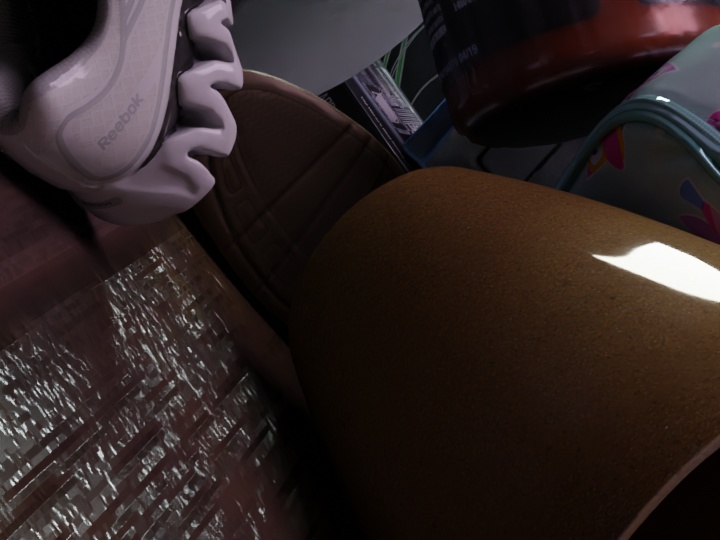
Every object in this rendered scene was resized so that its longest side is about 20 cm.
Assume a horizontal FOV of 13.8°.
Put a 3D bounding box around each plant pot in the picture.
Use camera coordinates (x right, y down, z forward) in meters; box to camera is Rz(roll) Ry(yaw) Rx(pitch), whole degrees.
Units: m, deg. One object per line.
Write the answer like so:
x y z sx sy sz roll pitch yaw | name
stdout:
0.068 0.057 0.932 0.200 0.186 0.186 41 -2 42 | plant pot

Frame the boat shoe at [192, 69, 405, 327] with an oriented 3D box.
0.000 0.000 1.079 0.200 0.073 0.065 44 -8 -25 | boat shoe

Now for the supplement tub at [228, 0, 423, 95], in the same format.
-0.059 -0.177 1.174 0.200 0.140 0.140 58 10 19 | supplement tub

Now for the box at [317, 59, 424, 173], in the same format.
-0.001 -0.051 1.294 0.200 0.050 0.158 55 9 15 | box

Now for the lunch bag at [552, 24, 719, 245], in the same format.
0.148 0.030 1.016 0.200 0.077 0.161 46 -36 9 | lunch bag

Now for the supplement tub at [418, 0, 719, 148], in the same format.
0.060 -0.153 1.071 0.107 0.107 0.201 22 52 -73 | supplement tub

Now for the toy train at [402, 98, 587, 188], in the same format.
0.109 -0.014 1.241 0.200 0.087 0.114 45 10 8 | toy train

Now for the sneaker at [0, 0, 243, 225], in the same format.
-0.074 -0.118 0.885 0.081 0.075 0.201 20 69 -50 | sneaker

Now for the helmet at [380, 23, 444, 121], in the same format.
0.099 -0.077 1.450 0.190 0.201 0.200 6 30 -19 | helmet
